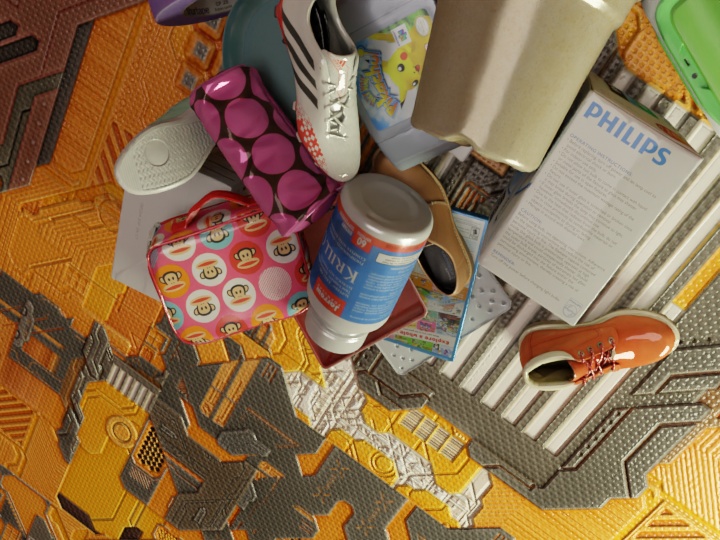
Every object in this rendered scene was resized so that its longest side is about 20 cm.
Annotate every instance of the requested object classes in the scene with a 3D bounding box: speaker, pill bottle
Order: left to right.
[{"bbox_3d":[0.000,0.000,0.807,0.110,0.113,0.203,28,127,6],"label":"pill bottle"},{"bbox_3d":[0.368,-0.229,0.711,0.087,0.089,0.202,-31,97,26],"label":"speaker"}]

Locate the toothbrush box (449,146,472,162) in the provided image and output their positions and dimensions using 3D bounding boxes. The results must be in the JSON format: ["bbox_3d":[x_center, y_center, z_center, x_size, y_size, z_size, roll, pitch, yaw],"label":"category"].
[{"bbox_3d":[0.090,-0.252,0.796,0.199,0.086,0.147,38,118,3],"label":"toothbrush box"}]

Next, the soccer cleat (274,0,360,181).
[{"bbox_3d":[-0.031,-0.189,0.703,0.084,0.068,0.205,10,118,52],"label":"soccer cleat"}]

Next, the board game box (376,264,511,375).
[{"bbox_3d":[0.071,0.013,0.935,0.198,0.026,0.202,-35,96,26],"label":"board game box"}]

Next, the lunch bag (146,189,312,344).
[{"bbox_3d":[-0.162,-0.014,0.862,0.195,0.082,0.180,-15,119,-1],"label":"lunch bag"}]

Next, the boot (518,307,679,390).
[{"bbox_3d":[0.291,0.105,0.851,0.195,0.107,0.077,-11,105,20],"label":"boot"}]

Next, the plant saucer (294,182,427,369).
[{"bbox_3d":[-0.024,0.003,0.918,0.198,0.036,0.203,-31,88,36],"label":"plant saucer"}]

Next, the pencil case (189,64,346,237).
[{"bbox_3d":[-0.105,-0.140,0.785,0.093,0.091,0.202,-38,89,14],"label":"pencil case"}]

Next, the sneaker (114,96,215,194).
[{"bbox_3d":[-0.235,-0.152,0.853,0.117,0.201,0.075,-6,124,48],"label":"sneaker"}]

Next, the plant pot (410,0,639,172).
[{"bbox_3d":[0.135,-0.202,0.646,0.196,0.200,0.188,23,103,9],"label":"plant pot"}]

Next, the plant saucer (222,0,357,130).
[{"bbox_3d":[-0.079,-0.222,0.791,0.197,0.027,0.205,22,129,29],"label":"plant saucer"}]

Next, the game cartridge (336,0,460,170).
[{"bbox_3d":[0.047,-0.219,0.757,0.131,0.040,0.204,-18,105,30],"label":"game cartridge"}]

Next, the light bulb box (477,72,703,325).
[{"bbox_3d":[0.236,-0.088,0.745,0.123,0.199,0.203,31,116,2],"label":"light bulb box"}]

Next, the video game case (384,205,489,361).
[{"bbox_3d":[0.078,0.009,0.906,0.139,0.018,0.205,16,114,12],"label":"video game case"}]

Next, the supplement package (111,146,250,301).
[{"bbox_3d":[-0.239,-0.065,0.963,0.152,0.111,0.204,23,116,9],"label":"supplement package"}]

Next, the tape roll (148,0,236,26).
[{"bbox_3d":[-0.151,-0.350,0.776,0.195,0.200,0.087,-13,105,22],"label":"tape roll"}]

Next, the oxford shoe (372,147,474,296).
[{"bbox_3d":[0.074,-0.061,0.834,0.070,0.071,0.203,-30,96,27],"label":"oxford shoe"}]
